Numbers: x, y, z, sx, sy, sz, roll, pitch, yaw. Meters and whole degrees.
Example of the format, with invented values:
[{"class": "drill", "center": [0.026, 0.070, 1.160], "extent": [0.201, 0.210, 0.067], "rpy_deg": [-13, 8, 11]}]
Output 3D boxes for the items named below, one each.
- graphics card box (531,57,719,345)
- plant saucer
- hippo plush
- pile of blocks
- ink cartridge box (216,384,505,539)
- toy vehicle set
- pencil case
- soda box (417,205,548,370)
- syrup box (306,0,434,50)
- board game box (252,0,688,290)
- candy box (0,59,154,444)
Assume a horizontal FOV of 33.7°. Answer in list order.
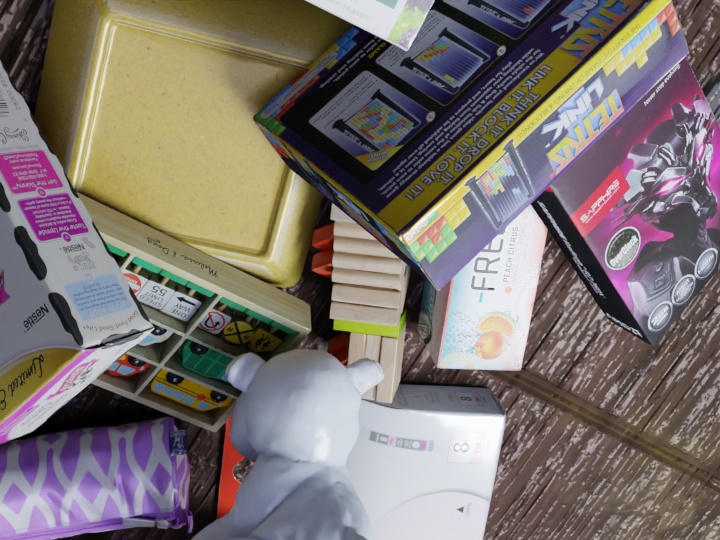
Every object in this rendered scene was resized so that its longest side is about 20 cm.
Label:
[{"class": "graphics card box", "center": [0.180, -0.055, 0.777], "extent": [0.126, 0.051, 0.200], "rpy_deg": [-47, 132, -8]}, {"class": "plant saucer", "center": [-0.109, -0.088, 0.766], "extent": [0.199, 0.048, 0.201], "rpy_deg": [12, 110, -13]}, {"class": "hippo plush", "center": [-0.059, 0.134, 0.759], "extent": [0.159, 0.200, 0.161], "rpy_deg": [-4, 72, -11]}, {"class": "pile of blocks", "center": [0.000, 0.000, 0.805], "extent": [0.062, 0.082, 0.201], "rpy_deg": [7, 124, 6]}, {"class": "ink cartridge box", "center": [-0.002, 0.165, 0.890], "extent": [0.199, 0.057, 0.163], "rpy_deg": [2, 112, -15]}, {"class": "toy vehicle set", "center": [-0.149, 0.029, 0.789], "extent": [0.200, 0.027, 0.124], "rpy_deg": [26, 125, -24]}, {"class": "pencil case", "center": [-0.213, 0.158, 0.832], "extent": [0.199, 0.086, 0.084], "rpy_deg": [-9, 146, -2]}, {"class": "soda box", "center": [0.088, -0.035, 0.807], "extent": [0.063, 0.068, 0.201], "rpy_deg": [4, 111, -12]}, {"class": "syrup box", "center": [-0.009, -0.191, 0.655], "extent": [0.079, 0.200, 0.082], "rpy_deg": [22, 108, -18]}, {"class": "board game box", "center": [0.060, -0.107, 0.694], "extent": [0.200, 0.165, 0.057], "rpy_deg": [-43, 136, -6]}, {"class": "candy box", "center": [-0.225, -0.011, 0.697], "extent": [0.136, 0.061, 0.200], "rpy_deg": [-38, 80, 32]}]
